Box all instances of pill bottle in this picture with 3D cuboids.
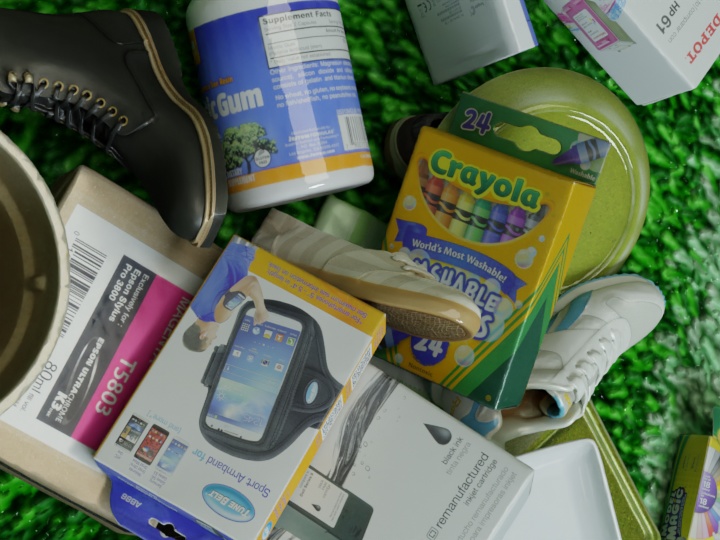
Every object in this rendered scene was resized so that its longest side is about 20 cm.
[{"bbox_3d":[-0.063,-0.150,1.022,0.112,0.112,0.201,-13,91,-26],"label":"pill bottle"}]

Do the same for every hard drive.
[{"bbox_3d":[0.062,-0.250,1.080,0.025,0.132,0.201,-21,95,-25],"label":"hard drive"}]

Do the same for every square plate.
[{"bbox_3d":[0.100,0.227,1.048,0.199,0.028,0.199,-14,106,13],"label":"square plate"}]

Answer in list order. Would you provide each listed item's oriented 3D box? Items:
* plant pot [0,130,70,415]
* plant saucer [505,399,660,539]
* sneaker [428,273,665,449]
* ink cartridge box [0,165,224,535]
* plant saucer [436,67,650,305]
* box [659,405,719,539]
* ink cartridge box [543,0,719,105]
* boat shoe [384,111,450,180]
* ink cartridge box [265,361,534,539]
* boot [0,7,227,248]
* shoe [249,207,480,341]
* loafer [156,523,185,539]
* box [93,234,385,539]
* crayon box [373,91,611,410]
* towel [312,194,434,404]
[{"bbox_3d":[-0.294,0.006,0.855,0.199,0.183,0.202,2,85,-25],"label":"plant pot"},{"bbox_3d":[0.149,0.195,1.116,0.200,0.048,0.200,-36,105,-29],"label":"plant saucer"},{"bbox_3d":[0.156,0.073,1.089,0.199,0.081,0.077,-27,136,-14],"label":"sneaker"},{"bbox_3d":[-0.176,0.056,0.971,0.164,0.075,0.201,31,72,-20],"label":"ink cartridge box"},{"bbox_3d":[0.139,-0.054,1.093,0.199,0.031,0.201,-5,107,-17],"label":"plant saucer"},{"bbox_3d":[0.312,0.225,1.212,0.117,0.048,0.201,21,79,-23],"label":"box"},{"bbox_3d":[0.230,-0.260,1.190,0.200,0.085,0.145,44,69,-18],"label":"ink cartridge box"},{"bbox_3d":[0.117,-0.077,1.129,0.200,0.066,0.072,16,78,-24],"label":"boat shoe"},{"bbox_3d":[-0.004,0.148,0.966,0.199,0.084,0.146,31,76,14],"label":"ink cartridge box"},{"bbox_3d":[-0.178,-0.096,0.939,0.138,0.078,0.200,0,46,-36],"label":"boot"},{"bbox_3d":[0.000,0.000,0.988,0.070,0.199,0.054,39,71,-54],"label":"shoe"},{"bbox_3d":[-0.141,0.262,0.971,0.073,0.071,0.201,20,77,-23],"label":"loafer"},{"bbox_3d":[-0.081,0.089,0.923,0.119,0.042,0.201,27,70,10],"label":"box"},{"bbox_3d":[0.083,-0.018,1.015,0.052,0.125,0.201,4,106,-63],"label":"crayon box"},{"bbox_3d":[0.001,0.061,1.082,0.149,0.031,0.201,27,74,-23],"label":"towel"}]
